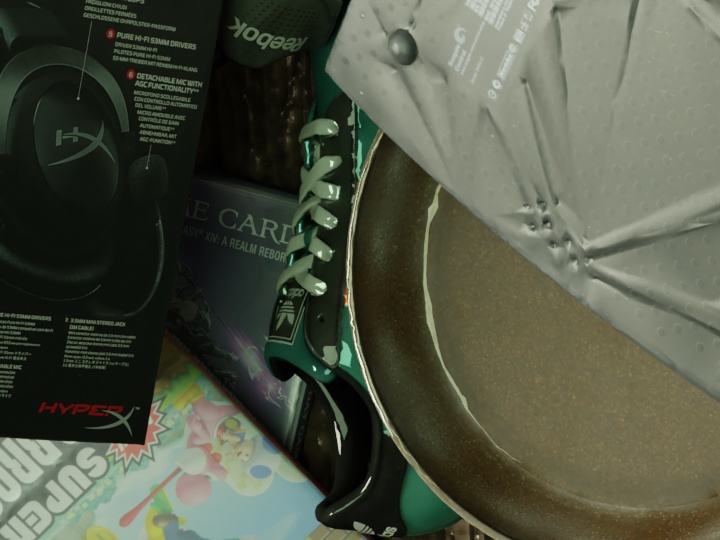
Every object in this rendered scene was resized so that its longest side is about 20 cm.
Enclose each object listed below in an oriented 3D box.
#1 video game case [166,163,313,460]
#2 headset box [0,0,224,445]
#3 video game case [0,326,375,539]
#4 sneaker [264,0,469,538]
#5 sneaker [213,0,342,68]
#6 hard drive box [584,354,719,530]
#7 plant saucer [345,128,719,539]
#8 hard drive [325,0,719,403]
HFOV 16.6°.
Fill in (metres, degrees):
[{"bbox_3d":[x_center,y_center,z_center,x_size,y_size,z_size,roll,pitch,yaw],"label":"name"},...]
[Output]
[{"bbox_3d":[-0.091,0.055,0.984,0.142,0.019,0.201,15,98,17],"label":"video game case"},{"bbox_3d":[-0.134,-0.049,0.834,0.077,0.148,0.201,19,102,54],"label":"headset box"},{"bbox_3d":[-0.097,0.099,0.937,0.143,0.017,0.200,-43,101,2],"label":"video game case"},{"bbox_3d":[0.000,0.000,0.908,0.079,0.071,0.201,-13,90,-16],"label":"sneaker"},{"bbox_3d":[-0.020,-0.118,0.868,0.200,0.066,0.091,-17,59,60],"label":"sneaker"},{"bbox_3d":[0.200,0.055,0.854,0.199,0.077,0.157,22,101,16],"label":"hard drive box"},{"bbox_3d":[0.090,0.001,0.834,0.199,0.032,0.201,0,91,26],"label":"plant saucer"},{"bbox_3d":[0.086,-0.058,0.772,0.200,0.042,0.135,40,129,22],"label":"hard drive"}]
